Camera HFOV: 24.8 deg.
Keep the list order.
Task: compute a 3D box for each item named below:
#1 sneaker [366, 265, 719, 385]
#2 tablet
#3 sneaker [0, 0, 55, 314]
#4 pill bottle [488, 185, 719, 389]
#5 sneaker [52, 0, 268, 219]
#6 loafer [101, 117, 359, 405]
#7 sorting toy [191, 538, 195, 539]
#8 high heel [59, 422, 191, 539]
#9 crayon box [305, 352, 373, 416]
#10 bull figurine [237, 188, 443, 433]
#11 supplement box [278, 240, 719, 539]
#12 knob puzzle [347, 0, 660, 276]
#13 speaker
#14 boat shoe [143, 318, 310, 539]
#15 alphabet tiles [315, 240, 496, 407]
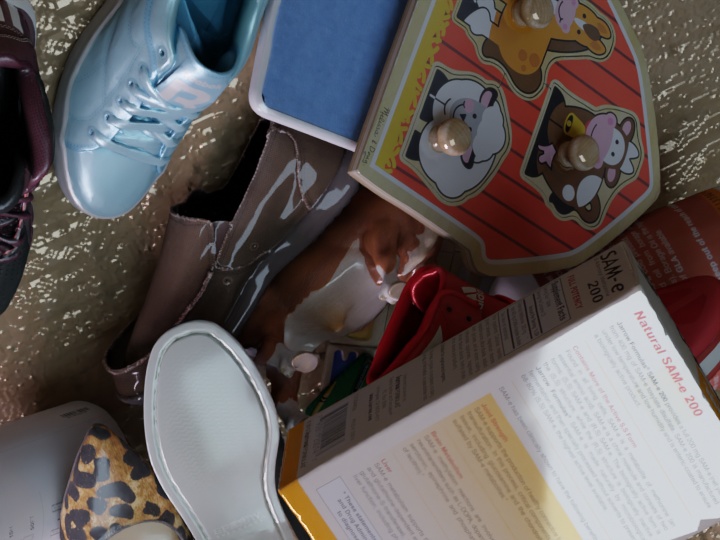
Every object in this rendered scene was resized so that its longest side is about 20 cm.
[{"bbox_3d":[0.096,0.034,0.848,0.200,0.078,0.116,-32,115,-2],"label":"sneaker"},{"bbox_3d":[0.036,-0.114,0.882,0.200,0.014,0.130,18,75,-30],"label":"tablet"},{"bbox_3d":[-0.193,-0.036,0.818,0.075,0.116,0.200,-4,123,-20],"label":"sneaker"},{"bbox_3d":[0.146,0.034,0.959,0.200,0.112,0.112,-21,127,-2],"label":"pill bottle"},{"bbox_3d":[-0.101,-0.103,0.833,0.074,0.082,0.200,13,116,-28],"label":"sneaker"},{"bbox_3d":[-0.085,-0.013,0.916,0.071,0.073,0.200,36,99,-25],"label":"loafer"},{"bbox_3d":[-0.101,0.209,1.012,0.199,0.107,0.180,-10,134,-16],"label":"sorting toy"},{"bbox_3d":[-0.101,0.187,0.869,0.071,0.143,0.200,-20,119,-21],"label":"high heel"},{"bbox_3d":[0.059,0.151,0.981,0.058,0.119,0.200,-43,111,6],"label":"crayon box"},{"bbox_3d":[0.000,0.000,0.927,0.200,0.122,0.065,-43,124,16],"label":"bull figurine"},{"bbox_3d":[0.077,0.093,0.800,0.200,0.074,0.126,-29,105,11],"label":"supplement box"},{"bbox_3d":[0.102,-0.087,0.894,0.219,0.030,0.220,1,88,-36],"label":"knob puzzle"},{"bbox_3d":[-0.217,0.132,0.886,0.200,0.081,0.081,-17,134,-51],"label":"speaker"},{"bbox_3d":[-0.072,0.113,0.910,0.075,0.060,0.200,-11,110,0],"label":"boat shoe"},{"bbox_3d":[0.060,0.053,1.014,0.166,0.006,0.201,7,108,-13],"label":"alphabet tiles"}]
